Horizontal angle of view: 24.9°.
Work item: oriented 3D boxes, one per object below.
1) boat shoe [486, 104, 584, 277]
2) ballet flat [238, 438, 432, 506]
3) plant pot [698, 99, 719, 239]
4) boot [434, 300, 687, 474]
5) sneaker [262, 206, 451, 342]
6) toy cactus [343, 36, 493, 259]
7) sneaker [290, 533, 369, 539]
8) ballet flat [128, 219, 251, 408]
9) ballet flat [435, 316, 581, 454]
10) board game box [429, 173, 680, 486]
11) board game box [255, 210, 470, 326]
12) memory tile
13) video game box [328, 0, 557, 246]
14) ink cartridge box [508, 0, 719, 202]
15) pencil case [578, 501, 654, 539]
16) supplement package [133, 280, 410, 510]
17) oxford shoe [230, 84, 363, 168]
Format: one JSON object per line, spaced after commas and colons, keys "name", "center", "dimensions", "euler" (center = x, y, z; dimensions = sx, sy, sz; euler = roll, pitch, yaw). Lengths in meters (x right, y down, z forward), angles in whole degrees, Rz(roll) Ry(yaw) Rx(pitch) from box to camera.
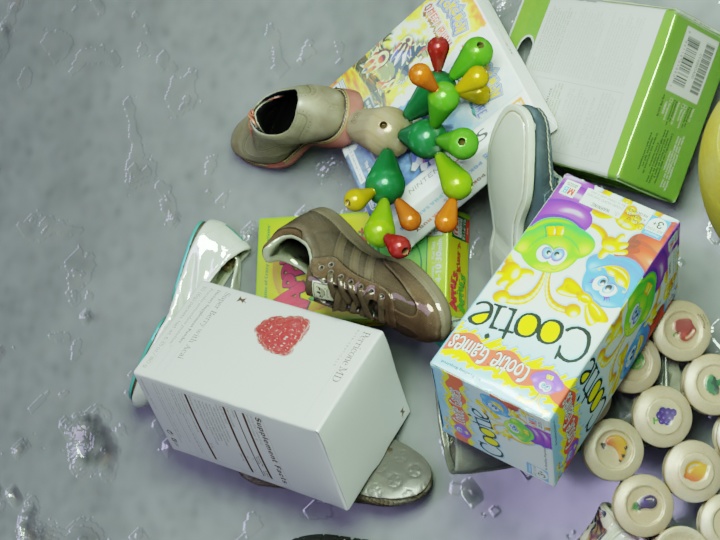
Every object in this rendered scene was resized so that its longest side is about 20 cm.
{"name": "boat shoe", "center": [0.148, -0.051, 1.373], "dimensions": [0.075, 0.062, 0.200], "euler": [-128, 31, -57]}
{"name": "ballet flat", "center": [-0.025, 0.185, 1.492], "dimensions": [0.200, 0.046, 0.067], "euler": [3, 49, 23]}
{"name": "plant pot", "center": [0.350, -0.090, 1.277], "dimensions": [0.200, 0.142, 0.200], "euler": [-5, 79, 27]}
{"name": "boot", "center": [0.160, 0.075, 1.334], "dimensions": [0.200, 0.073, 0.182], "euler": [-3, 68, -2]}
{"name": "sneaker", "center": [-0.006, 0.016, 1.418], "dimensions": [0.200, 0.075, 0.071], "euler": [35, 142, 41]}
{"name": "toy cactus", "center": [0.036, -0.113, 1.378], "dimensions": [0.165, 0.102, 0.200], "euler": [18, 89, 56]}
{"name": "sneaker", "center": [0.025, 0.290, 1.440], "dimensions": [0.200, 0.076, 0.088], "euler": [3, 97, 32]}
{"name": "ballet flat", "center": [-0.162, 0.050, 1.579], "dimensions": [0.069, 0.069, 0.200], "euler": [24, 92, 29]}
{"name": "ballet flat", "center": [0.154, 0.087, 1.402], "dimensions": [0.200, 0.069, 0.071], "euler": [37, 75, 21]}
{"name": "board game box", "center": [0.153, 0.044, 1.246], "dimensions": [0.103, 0.105, 0.200], "euler": [25, 63, 24]}
{"name": "board game box", "center": [0.000, 0.000, 1.504], "dimensions": [0.200, 0.048, 0.102], "euler": [-2, 81, 28]}
{"name": "memory tile", "center": [0.253, 0.138, 1.294], "dimensions": [0.153, 0.017, 0.200], "euler": [-30, 87, -12]}
{"name": "video game box", "center": [0.064, -0.143, 1.457], "dimensions": [0.182, 0.047, 0.200], "euler": [-38, 46, 18]}
{"name": "ink cartridge box", "center": [0.204, -0.155, 1.411], "dimensions": [0.200, 0.076, 0.148], "euler": [22, 93, 54]}
{"name": "pencil case", "center": [0.174, 0.279, 1.340], "dimensions": [0.078, 0.089, 0.200], "euler": [45, 102, 27]}
{"name": "supplement package", "center": [-0.077, 0.109, 1.462], "dimensions": [0.200, 0.120, 0.121], "euler": [14, 53, 29]}
{"name": "oxford shoe", "center": [-0.078, -0.142, 1.520], "dimensions": [0.200, 0.075, 0.071], "euler": [-14, 68, 56]}
